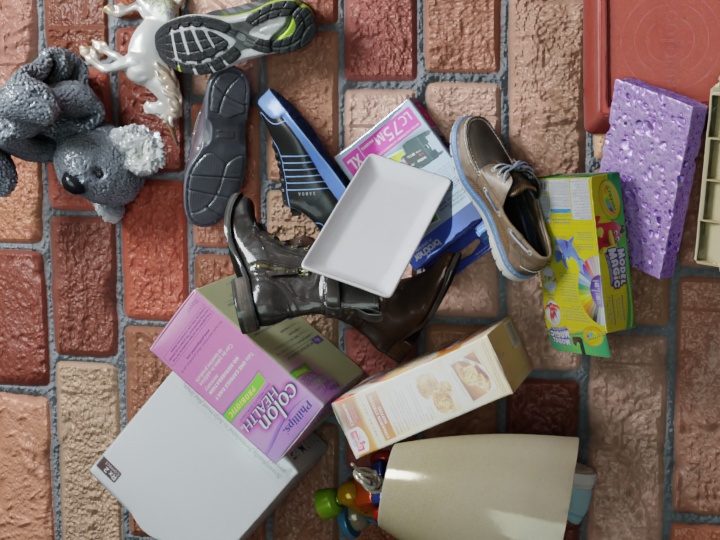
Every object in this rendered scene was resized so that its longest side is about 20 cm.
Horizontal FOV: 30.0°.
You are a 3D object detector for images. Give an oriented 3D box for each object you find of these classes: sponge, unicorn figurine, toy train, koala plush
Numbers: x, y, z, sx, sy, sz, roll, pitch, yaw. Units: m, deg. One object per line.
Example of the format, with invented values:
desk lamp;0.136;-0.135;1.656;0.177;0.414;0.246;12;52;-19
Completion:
sponge;0.311;-0.100;1.475;0.111;0.030;0.201;31;124;44
unicorn figurine;-0.265;-0.267;1.636;0.136;0.074;0.201;17;97;2
toy train;-0.007;0.264;1.588;0.115;0.200;0.085;-18;58;25
koala plush;-0.342;-0.155;1.642;0.200;0.184;0.177;36;129;-7

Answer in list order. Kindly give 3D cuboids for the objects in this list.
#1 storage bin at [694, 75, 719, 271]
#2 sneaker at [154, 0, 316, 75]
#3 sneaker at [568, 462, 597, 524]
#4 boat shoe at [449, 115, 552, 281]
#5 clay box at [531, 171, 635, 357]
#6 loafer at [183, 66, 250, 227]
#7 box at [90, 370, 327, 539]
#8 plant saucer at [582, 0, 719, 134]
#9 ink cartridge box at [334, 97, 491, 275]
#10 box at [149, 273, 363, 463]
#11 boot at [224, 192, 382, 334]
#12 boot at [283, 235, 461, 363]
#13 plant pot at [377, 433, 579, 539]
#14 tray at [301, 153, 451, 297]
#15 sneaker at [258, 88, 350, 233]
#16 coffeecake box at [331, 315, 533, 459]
storage bin;0.464;-0.098;1.429;0.197;0.094;0.201;5;111;13
sneaker;-0.146;-0.281;1.596;0.198;0.081;0.074;-6;109;8
sneaker;0.175;0.255;1.590;0.199;0.074;0.083;11;96;14
boat shoe;0.169;-0.091;1.526;0.072;0.072;0.201;-31;82;57
clay box;0.251;-0.008;1.513;0.047;0.115;0.202;-12;98;-27
loafer;-0.175;-0.155;1.646;0.071;0.063;0.201;8;106;-16
box;-0.185;0.232;1.657;0.199;0.131;0.200;43;106;6
plant saucer;0.345;-0.253;1.491;0.198;0.037;0.201;0;98;15
ink cartridge box;0.074;-0.089;1.589;0.119;0.042;0.200;-37;89;17
box;-0.119;0.108;1.598;0.200;0.176;0.097;40;106;6
boot;-0.062;-0.014;1.531;0.173;0.069;0.201;-11;58;0
boot;0.000;0.000;1.576;0.199;0.064;0.187;33;126;2
plant pot;0.125;0.256;1.475;0.199;0.187;0.189;11;101;8
tray;0.020;-0.048;1.510;0.107;0.200;0.022;18;139;13
sneaker;-0.073;-0.119;1.609;0.078;0.070;0.201;-36;87;12
coffeecake box;0.086;0.133;1.555;0.199;0.153;0.073;-25;89;17
